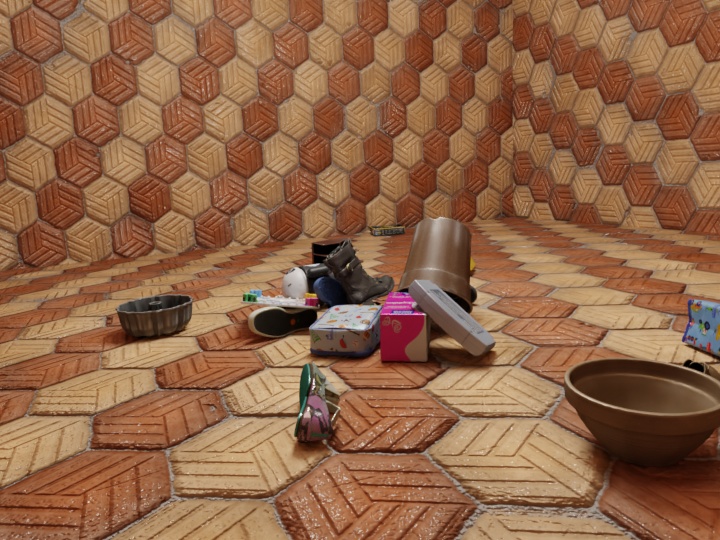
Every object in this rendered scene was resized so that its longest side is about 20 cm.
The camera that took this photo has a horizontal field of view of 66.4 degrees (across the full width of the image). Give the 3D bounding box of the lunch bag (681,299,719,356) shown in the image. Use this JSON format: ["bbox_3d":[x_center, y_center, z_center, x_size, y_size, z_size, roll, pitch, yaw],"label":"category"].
[{"bbox_3d":[0.766,0.121,1.065,0.194,0.097,0.151,6,7,-5],"label":"lunch bag"}]

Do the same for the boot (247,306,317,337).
[{"bbox_3d":[-0.226,0.120,1.404,0.197,0.075,0.142,-1,6,-44],"label":"boot"}]

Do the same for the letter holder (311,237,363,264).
[{"bbox_3d":[-0.092,-0.076,2.365,0.197,0.104,0.140,-13,16,-43],"label":"letter holder"}]

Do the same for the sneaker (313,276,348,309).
[{"bbox_3d":[-0.065,0.079,1.418,0.076,0.072,0.199,-10,-32,38],"label":"sneaker"}]

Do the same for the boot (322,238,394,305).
[{"bbox_3d":[0.000,0.000,1.406,0.068,0.178,0.199,-18,12,39],"label":"boot"}]

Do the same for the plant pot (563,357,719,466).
[{"bbox_3d":[0.373,0.192,0.732,0.194,0.096,0.201,-2,10,0],"label":"plant pot"}]

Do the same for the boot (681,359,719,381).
[{"bbox_3d":[0.532,0.171,0.858,0.072,0.078,0.198,2,10,37],"label":"boot"}]

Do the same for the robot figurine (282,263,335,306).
[{"bbox_3d":[-0.136,0.043,1.627,0.195,0.155,0.124,-8,24,-28],"label":"robot figurine"}]

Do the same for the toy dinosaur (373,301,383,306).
[{"bbox_3d":[0.057,0.112,1.379,0.196,0.062,0.106,-24,7,18],"label":"toy dinosaur"}]

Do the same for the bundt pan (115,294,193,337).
[{"bbox_3d":[-0.539,0.122,1.455,0.195,0.078,0.202,-3,9,1],"label":"bundt pan"}]

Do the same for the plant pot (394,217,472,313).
[{"bbox_3d":[0.197,-0.010,1.384,0.194,0.203,0.201,11,-22,5],"label":"plant pot"}]

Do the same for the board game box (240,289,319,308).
[{"bbox_3d":[-0.206,0.074,1.444,0.194,0.027,0.200,5,0,-6],"label":"board game box"}]

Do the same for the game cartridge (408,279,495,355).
[{"bbox_3d":[0.188,0.096,1.140,0.200,0.042,0.132,44,20,21],"label":"game cartridge"}]

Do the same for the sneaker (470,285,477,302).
[{"bbox_3d":[0.286,0.049,1.633,0.106,0.069,0.198,-15,13,-41],"label":"sneaker"}]

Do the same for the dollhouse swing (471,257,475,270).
[{"bbox_3d":[0.299,-0.008,2.045,0.181,0.177,0.200,41,20,8],"label":"dollhouse swing"}]

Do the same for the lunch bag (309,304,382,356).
[{"bbox_3d":[-0.030,0.133,1.251,0.156,0.078,0.200,-3,11,16],"label":"lunch bag"}]

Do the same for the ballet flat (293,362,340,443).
[{"bbox_3d":[-0.066,0.212,0.875,0.069,0.071,0.200,14,13,-7],"label":"ballet flat"}]

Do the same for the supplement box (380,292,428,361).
[{"bbox_3d":[0.102,0.119,1.206,0.098,0.107,0.200,0,12,9],"label":"supplement box"}]

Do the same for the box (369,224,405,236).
[{"bbox_3d":[0.164,-0.249,3.396,0.194,0.051,0.160,-5,8,-7],"label":"box"}]
